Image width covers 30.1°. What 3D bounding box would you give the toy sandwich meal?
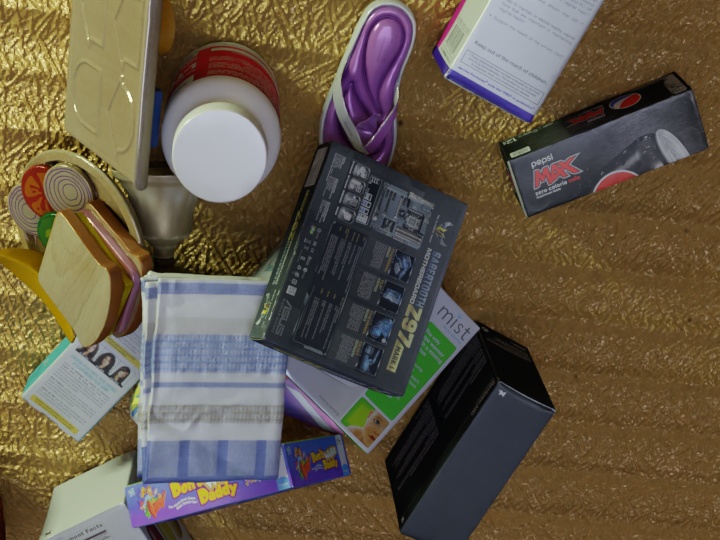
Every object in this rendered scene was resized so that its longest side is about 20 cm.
[{"bbox_3d":[-0.285,-0.017,1.309,0.203,0.070,0.208,18,121,32],"label":"toy sandwich meal"}]

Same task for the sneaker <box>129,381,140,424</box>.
[{"bbox_3d":[-0.175,0.148,1.383,0.075,0.106,0.200,7,149,-37],"label":"sneaker"}]

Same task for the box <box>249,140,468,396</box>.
[{"bbox_3d":[0.000,0.000,1.278,0.156,0.051,0.203,22,81,-20],"label":"box"}]

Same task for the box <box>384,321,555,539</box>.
[{"bbox_3d":[0.113,0.180,1.434,0.078,0.142,0.201,27,109,-14],"label":"box"}]

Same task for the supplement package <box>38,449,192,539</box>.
[{"bbox_3d":[-0.252,0.324,1.478,0.108,0.114,0.202,-25,113,8],"label":"supplement package"}]

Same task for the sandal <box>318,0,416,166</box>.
[{"bbox_3d":[0.005,-0.168,1.330,0.081,0.050,0.206,8,112,-7],"label":"sandal"}]

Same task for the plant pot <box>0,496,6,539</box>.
[{"bbox_3d":[-0.480,0.269,1.407,0.192,0.201,0.204,-7,113,-11],"label":"plant pot"}]

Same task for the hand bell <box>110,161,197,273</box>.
[{"bbox_3d":[-0.195,-0.002,1.335,0.102,0.104,0.203,0,102,-4],"label":"hand bell"}]

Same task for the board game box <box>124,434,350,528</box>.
[{"bbox_3d":[-0.128,0.221,1.404,0.198,0.134,0.045,-18,80,23],"label":"board game box"}]

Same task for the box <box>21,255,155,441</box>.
[{"bbox_3d":[-0.262,0.081,1.412,0.082,0.049,0.200,41,104,-18],"label":"box"}]

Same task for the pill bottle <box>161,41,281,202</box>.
[{"bbox_3d":[-0.129,-0.137,1.251,0.110,0.201,0.114,-2,113,-4],"label":"pill bottle"}]

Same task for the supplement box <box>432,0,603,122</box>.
[{"bbox_3d":[0.164,-0.261,1.277,0.102,0.101,0.202,25,109,-14],"label":"supplement box"}]

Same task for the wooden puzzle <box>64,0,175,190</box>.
[{"bbox_3d":[-0.220,-0.193,1.234,0.046,0.200,0.188,-5,116,-31],"label":"wooden puzzle"}]

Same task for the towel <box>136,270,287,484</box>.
[{"bbox_3d":[-0.141,0.103,1.275,0.144,0.024,0.204,1,98,-18],"label":"towel"}]

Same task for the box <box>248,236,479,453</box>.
[{"bbox_3d":[-0.011,0.048,1.365,0.177,0.097,0.200,-46,105,-5],"label":"box"}]

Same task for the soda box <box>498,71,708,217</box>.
[{"bbox_3d":[0.246,-0.127,1.360,0.197,0.064,0.072,-21,113,5],"label":"soda box"}]

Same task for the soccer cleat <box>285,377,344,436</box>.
[{"bbox_3d":[-0.057,0.125,1.436,0.197,0.067,0.077,13,127,-4],"label":"soccer cleat"}]
